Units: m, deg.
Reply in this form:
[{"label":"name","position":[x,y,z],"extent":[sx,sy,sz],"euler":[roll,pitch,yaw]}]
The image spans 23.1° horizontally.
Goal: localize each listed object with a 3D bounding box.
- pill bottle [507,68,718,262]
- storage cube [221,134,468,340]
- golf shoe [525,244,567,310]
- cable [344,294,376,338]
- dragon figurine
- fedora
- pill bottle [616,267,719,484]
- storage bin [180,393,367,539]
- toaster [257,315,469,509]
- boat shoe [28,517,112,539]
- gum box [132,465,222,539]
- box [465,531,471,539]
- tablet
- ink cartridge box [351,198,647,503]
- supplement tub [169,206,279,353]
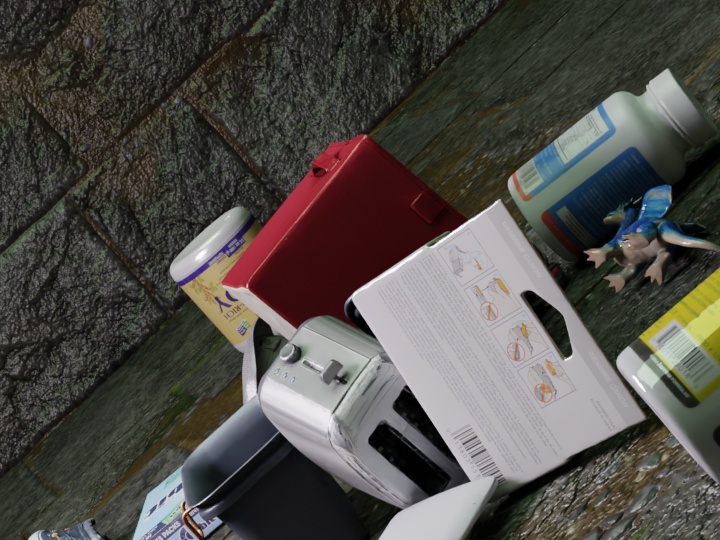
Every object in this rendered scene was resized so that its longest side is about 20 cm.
[{"label":"pill bottle","position":[0.257,-0.109,1.779],"extent":[0.200,0.112,0.112],"euler":[-38,11,16]},{"label":"storage cube","position":[0.000,0.000,1.661],"extent":[0.180,0.200,0.171],"euler":[-51,10,-8]},{"label":"golf shoe","position":[0.128,0.036,1.726],"extent":[0.077,0.088,0.200],"euler":[-31,16,38]},{"label":"cable","position":[0.076,0.072,1.503],"extent":[0.051,0.200,0.163],"euler":[-63,17,1]},{"label":"dragon figurine","position":[0.269,-0.037,1.584],"extent":[0.099,0.059,0.200],"euler":[-47,10,-28]},{"label":"fedora","position":[-0.063,0.132,1.919],"extent":[0.090,0.177,0.200],"euler":[-8,10,12]},{"label":"pill bottle","position":[0.272,0.035,1.129],"extent":[0.200,0.111,0.111],"euler":[-40,10,4]},{"label":"storage bin","position":[-0.081,0.213,1.628],"extent":[0.146,0.134,0.200],"euler":[-42,9,-2]},{"label":"toaster","position":[0.017,0.132,1.503],"extent":[0.114,0.200,0.129],"euler":[-52,33,-11]},{"label":"boat shoe","position":[-0.368,0.360,2.280],"extent":[0.091,0.071,0.200],"euler":[-42,17,-8]},{"label":"gum box","position":[-0.186,0.261,2.066],"extent":[0.170,0.045,0.200],"euler":[-40,10,8]},{"label":"box","position":[0.004,0.283,1.339],"extent":[0.163,0.021,0.200],"euler":[-36,11,26]},{"label":"tablet","position":[0.023,0.239,1.353],"extent":[0.130,0.014,0.200],"euler":[-30,15,45]},{"label":"ink cartridge box","position":[0.111,0.060,1.363],"extent":[0.176,0.200,0.045],"euler":[-34,-1,38]},{"label":"supplement tub","position":[-0.155,0.026,2.486],"extent":[0.145,0.200,0.145],"euler":[-40,10,9]}]
